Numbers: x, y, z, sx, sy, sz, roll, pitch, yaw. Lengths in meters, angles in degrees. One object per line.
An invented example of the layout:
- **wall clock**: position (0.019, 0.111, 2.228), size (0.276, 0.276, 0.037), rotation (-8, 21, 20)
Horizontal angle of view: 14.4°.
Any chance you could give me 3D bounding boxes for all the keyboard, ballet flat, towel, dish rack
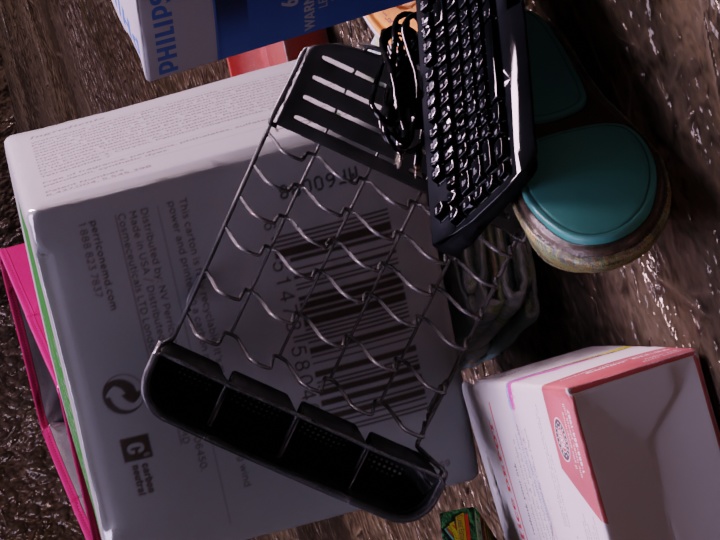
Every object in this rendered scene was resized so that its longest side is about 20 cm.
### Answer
- **keyboard**: position (0.033, -0.094, 1.252), size (0.104, 0.039, 0.201), rotation (-51, 30, 41)
- **ballet flat**: position (0.090, -0.042, 1.232), size (0.200, 0.070, 0.071), rotation (-113, 11, -54)
- **towel**: position (0.043, -0.039, 1.513), size (0.200, 0.048, 0.172), rotation (127, 128, -76)
- **dish rack**: position (0.000, 0.000, 1.346), size (0.055, 0.153, 0.201), rotation (-115, 49, -77)

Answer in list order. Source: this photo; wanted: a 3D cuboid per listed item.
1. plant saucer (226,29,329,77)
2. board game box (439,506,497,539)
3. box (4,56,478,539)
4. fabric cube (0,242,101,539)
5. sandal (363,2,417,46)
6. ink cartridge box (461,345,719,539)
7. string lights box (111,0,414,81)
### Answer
- **plant saucer**: position (-0.046, -0.110, 1.852), size (0.200, 0.036, 0.201), rotation (-130, 26, -65)
- **board game box**: position (0.072, 0.223, 1.357), size (0.105, 0.023, 0.201), rotation (61, -161, -53)
- **box**: position (-0.064, 0.016, 1.464), size (0.171, 0.199, 0.200), rotation (-121, 18, -72)
- **fabric cube**: position (-0.151, 0.082, 2.229), size (0.200, 0.198, 0.197), rotation (-121, 18, -50)
- **sandal**: position (-0.004, -0.197, 1.389), size (0.079, 0.059, 0.208), rotation (-11, 97, 41)
- **ink cartridge box**: position (0.112, 0.098, 1.322), size (0.200, 0.067, 0.117), rotation (179, 75, -78)
- **string lights box**: position (-0.015, -0.161, 1.214), size (0.059, 0.199, 0.103), rotation (88, 161, -52)
